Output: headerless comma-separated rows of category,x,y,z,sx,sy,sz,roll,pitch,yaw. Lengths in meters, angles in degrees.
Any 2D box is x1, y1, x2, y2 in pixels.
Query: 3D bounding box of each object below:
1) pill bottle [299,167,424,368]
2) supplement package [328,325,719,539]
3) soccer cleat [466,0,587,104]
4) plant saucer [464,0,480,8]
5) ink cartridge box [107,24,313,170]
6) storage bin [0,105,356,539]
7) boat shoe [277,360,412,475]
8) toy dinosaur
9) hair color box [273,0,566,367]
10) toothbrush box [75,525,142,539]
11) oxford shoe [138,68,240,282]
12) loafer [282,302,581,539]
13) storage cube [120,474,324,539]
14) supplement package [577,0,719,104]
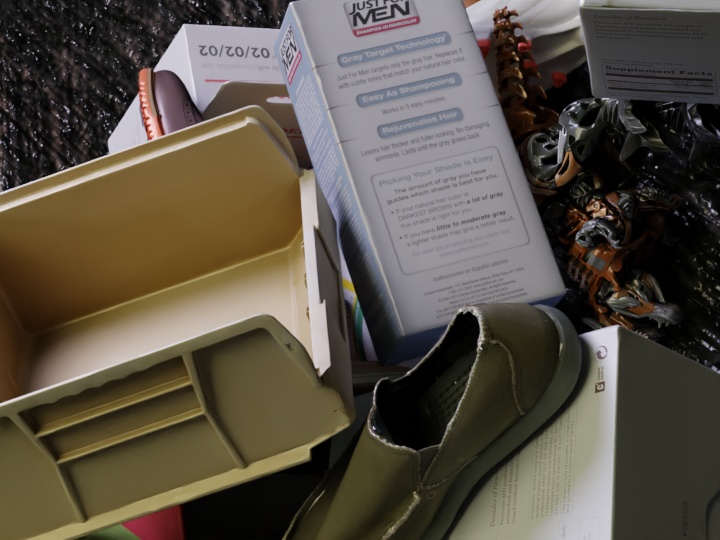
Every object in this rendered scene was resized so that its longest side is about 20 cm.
pill bottle,0.000,0.000,1.322,0.200,0.112,0.113,26,91,51
supplement package,0.097,0.157,1.103,0.199,0.147,0.193,-18,58,43
soccer cleat,0.116,-0.154,1.283,0.199,0.069,0.078,-20,44,15
plant saucer,0.051,-0.141,1.396,0.199,0.037,0.201,-24,55,39
ink cartridge box,-0.077,-0.101,1.402,0.200,0.114,0.068,-45,51,55
storage bin,-0.112,0.026,1.115,0.197,0.094,0.200,-19,32,8
boat shoe,-0.056,0.072,1.193,0.074,0.199,0.067,105,149,-41
toy dinosaur,0.125,-0.058,1.202,0.136,0.200,0.102,-39,1,34
hair color box,0.031,-0.059,1.201,0.061,0.098,0.201,122,132,-68
toothbrush box,-0.165,0.208,1.156,0.200,0.086,0.146,25,92,53
oxford shoe,-0.075,-0.044,1.278,0.072,0.071,0.201,-24,65,-6
loafer,0.020,0.085,1.056,0.200,0.069,0.075,-50,40,17
storage cube,-0.093,0.222,1.270,0.179,0.170,0.201,-37,48,33
supplement package,0.219,-0.174,1.090,0.198,0.111,0.157,4,71,12
